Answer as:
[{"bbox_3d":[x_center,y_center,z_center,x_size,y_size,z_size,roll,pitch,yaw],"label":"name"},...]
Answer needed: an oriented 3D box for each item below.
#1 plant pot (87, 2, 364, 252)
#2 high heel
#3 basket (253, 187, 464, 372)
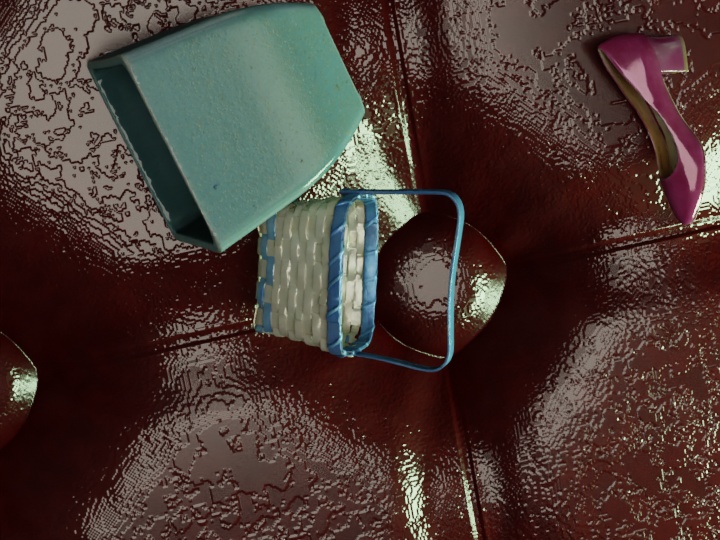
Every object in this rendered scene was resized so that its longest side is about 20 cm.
[{"bbox_3d":[-0.115,-0.155,1.544,0.199,0.196,0.198,-30,103,-15],"label":"plant pot"},{"bbox_3d":[0.297,-0.144,1.673,0.095,0.067,0.202,-8,96,-19],"label":"high heel"},{"bbox_3d":[0.000,0.000,1.599,0.198,0.139,0.178,9,99,19],"label":"basket"}]
